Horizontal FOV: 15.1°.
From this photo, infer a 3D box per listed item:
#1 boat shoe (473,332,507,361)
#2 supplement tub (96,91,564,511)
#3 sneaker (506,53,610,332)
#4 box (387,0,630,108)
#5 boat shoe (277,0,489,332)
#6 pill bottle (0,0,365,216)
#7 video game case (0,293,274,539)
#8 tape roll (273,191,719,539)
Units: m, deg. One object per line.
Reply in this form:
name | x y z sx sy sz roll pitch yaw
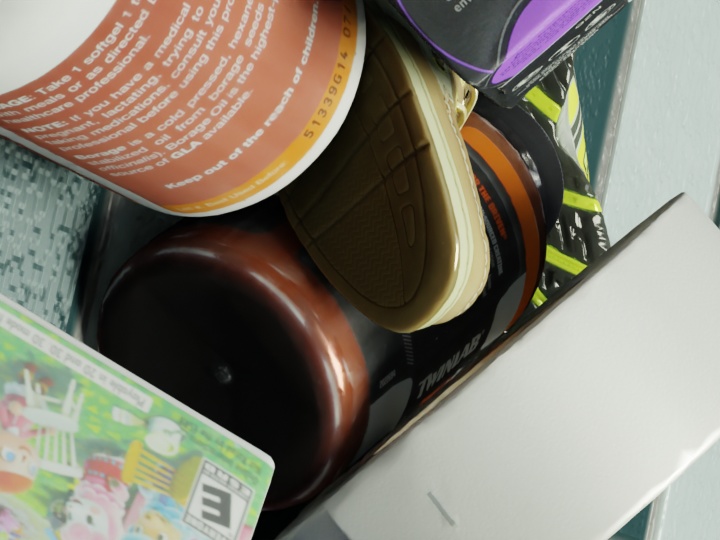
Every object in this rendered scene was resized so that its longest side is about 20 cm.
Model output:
boat shoe | 0.028 0.119 1.108 0.072 0.059 0.200 10 88 -59
supplement tub | 0.000 0.000 0.992 0.200 0.107 0.107 -37 127 -49
sneaker | 0.054 -0.071 1.120 0.076 0.075 0.200 -117 -161 -79
box | 0.020 -0.164 0.851 0.122 0.200 0.106 -41 175 6
boat shoe | 0.005 -0.065 0.923 0.066 0.074 0.200 7 50 -42
pill bottle | -0.090 -0.094 0.818 0.200 0.112 0.112 28 73 -58
video game case | -0.129 0.067 0.717 0.200 0.022 0.182 33 42 -13
tape roll | 0.062 0.062 0.976 0.071 0.202 0.202 50 41 1
